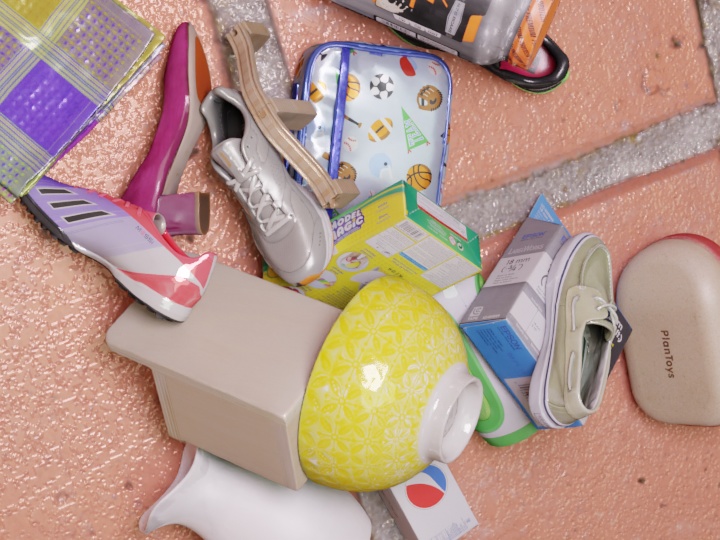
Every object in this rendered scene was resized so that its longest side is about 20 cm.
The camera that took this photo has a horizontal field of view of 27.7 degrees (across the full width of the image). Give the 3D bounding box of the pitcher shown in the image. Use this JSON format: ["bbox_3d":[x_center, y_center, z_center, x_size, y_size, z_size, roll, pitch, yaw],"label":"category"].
[{"bbox_3d":[-0.085,0.210,1.384,0.200,0.121,0.172,26,73,-10],"label":"pitcher"}]

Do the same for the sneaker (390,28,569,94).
[{"bbox_3d":[0.115,-0.231,1.395,0.200,0.084,0.077,19,92,-11],"label":"sneaker"}]

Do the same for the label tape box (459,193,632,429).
[{"bbox_3d":[0.197,0.033,1.427,0.144,0.063,0.200,52,51,-23],"label":"label tape box"}]

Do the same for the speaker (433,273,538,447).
[{"bbox_3d":[0.112,0.073,1.441,0.088,0.088,0.200,-34,107,-12],"label":"speaker"}]

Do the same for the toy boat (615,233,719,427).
[{"bbox_3d":[0.352,0.057,1.523,0.131,0.130,0.201,-25,109,-46],"label":"toy boat"}]

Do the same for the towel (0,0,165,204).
[{"bbox_3d":[-0.285,-0.175,1.274,0.144,0.023,0.200,43,82,0],"label":"towel"}]

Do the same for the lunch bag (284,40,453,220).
[{"bbox_3d":[0.001,-0.114,1.383,0.160,0.076,0.201,5,95,-18],"label":"lunch bag"}]

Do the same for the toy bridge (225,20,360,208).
[{"bbox_3d":[-0.068,-0.139,1.307,0.067,0.027,0.200,-2,59,-56],"label":"toy bridge"}]

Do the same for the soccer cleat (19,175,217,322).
[{"bbox_3d":[-0.216,-0.037,1.286,0.200,0.068,0.073,37,95,11],"label":"soccer cleat"}]

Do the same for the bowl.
[{"bbox_3d":[0.043,0.113,1.282,0.200,0.107,0.201,-43,144,-44],"label":"bowl"}]

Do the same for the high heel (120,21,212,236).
[{"bbox_3d":[-0.188,-0.126,1.327,0.096,0.067,0.201,-2,82,14],"label":"high heel"}]

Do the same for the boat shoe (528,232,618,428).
[{"bbox_3d":[0.209,0.053,1.345,0.072,0.062,0.200,32,59,-34],"label":"boat shoe"}]

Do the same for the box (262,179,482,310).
[{"bbox_3d":[0.000,0.000,1.351,0.200,0.048,0.117,-29,137,30],"label":"box"}]

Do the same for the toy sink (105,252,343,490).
[{"bbox_3d":[-0.109,0.090,1.318,0.130,0.200,0.112,-51,150,-37],"label":"toy sink"}]

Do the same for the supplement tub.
[{"bbox_3d":[0.078,-0.262,1.307,0.200,0.123,0.123,24,89,7],"label":"supplement tub"}]

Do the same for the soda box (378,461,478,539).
[{"bbox_3d":[0.037,0.181,1.439,0.064,0.068,0.200,-32,107,-14],"label":"soda box"}]

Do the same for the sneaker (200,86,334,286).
[{"bbox_3d":[-0.094,-0.076,1.301,0.076,0.092,0.200,-33,68,21],"label":"sneaker"}]
